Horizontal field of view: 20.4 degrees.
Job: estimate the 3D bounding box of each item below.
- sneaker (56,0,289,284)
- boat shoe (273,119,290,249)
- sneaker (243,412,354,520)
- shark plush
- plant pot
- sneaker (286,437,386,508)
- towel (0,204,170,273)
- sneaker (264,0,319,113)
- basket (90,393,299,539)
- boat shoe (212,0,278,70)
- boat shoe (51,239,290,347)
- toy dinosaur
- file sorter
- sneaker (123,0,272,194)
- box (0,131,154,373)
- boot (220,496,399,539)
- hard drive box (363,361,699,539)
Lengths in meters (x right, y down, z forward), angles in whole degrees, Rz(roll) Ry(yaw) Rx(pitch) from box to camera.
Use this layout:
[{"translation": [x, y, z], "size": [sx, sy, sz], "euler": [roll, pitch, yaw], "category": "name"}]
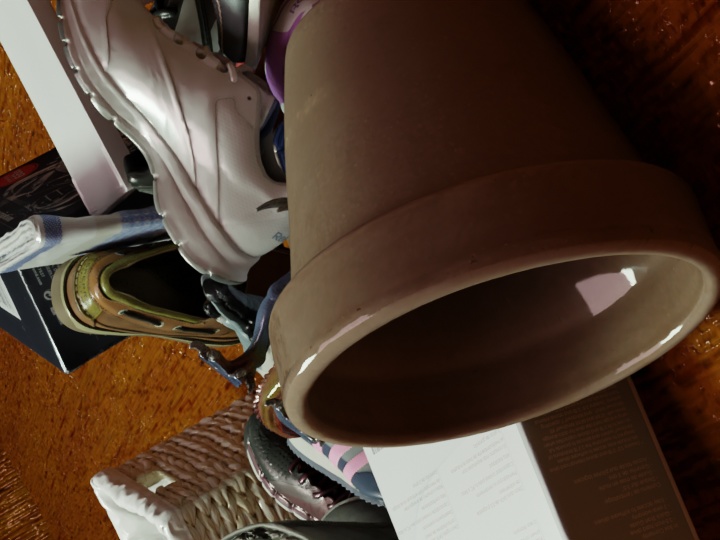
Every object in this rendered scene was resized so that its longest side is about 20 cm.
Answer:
[{"translation": [-0.094, -0.094, 1.096], "size": [0.201, 0.087, 0.074], "euler": [57, -164, 0], "category": "sneaker"}, {"translation": [0.000, 0.000, 1.213], "size": [0.072, 0.072, 0.201], "euler": [147, 103, -76], "category": "boat shoe"}, {"translation": [-0.001, 0.154, 1.439], "size": [0.200, 0.076, 0.116], "euler": [45, 153, 14], "category": "sneaker"}, {"translation": [-0.066, 0.047, 1.262], "size": [0.083, 0.091, 0.200], "euler": [27, -175, 21], "category": "shark plush"}, {"translation": [0.039, -0.038, 0.893], "size": [0.200, 0.199, 0.175], "euler": [102, 152, -63], "category": "plant pot"}, {"translation": [0.013, 0.101, 1.323], "size": [0.200, 0.070, 0.083], "euler": [20, 115, 50], "category": "sneaker"}, {"translation": [-0.137, -0.032, 1.301], "size": [0.147, 0.199, 0.024], "euler": [162, 97, -67], "category": "towel"}, {"translation": [-0.006, -0.066, 1.130], "size": [0.114, 0.072, 0.201], "euler": [43, 145, 50], "category": "sneaker"}, {"translation": [-0.088, 0.229, 1.616], "size": [0.198, 0.160, 0.201], "euler": [10, 126, 66], "category": "basket"}, {"translation": [-0.073, -0.196, 1.065], "size": [0.073, 0.061, 0.201], "euler": [-76, -9, -45], "category": "boat shoe"}, {"translation": [-0.103, 0.014, 1.327], "size": [0.068, 0.199, 0.072], "euler": [-15, 83, 51], "category": "boat shoe"}, {"translation": [-0.010, -0.010, 1.064], "size": [0.105, 0.182, 0.200], "euler": [37, 169, -6], "category": "toy dinosaur"}, {"translation": [-0.157, -0.157, 1.292], "size": [0.201, 0.124, 0.139], "euler": [62, 162, -2], "category": "file sorter"}, {"translation": [-0.103, -0.130, 1.170], "size": [0.071, 0.097, 0.202], "euler": [-127, 38, -63], "category": "sneaker"}, {"translation": [-0.188, -0.030, 1.469], "size": [0.200, 0.182, 0.105], "euler": [20, 135, 62], "category": "box"}, {"translation": [-0.018, 0.184, 1.271], "size": [0.181, 0.199, 0.073], "euler": [-4, 89, 43], "category": "boot"}, {"translation": [0.088, 0.125, 1.029], "size": [0.156, 0.076, 0.201], "euler": [-41, 66, 57], "category": "hard drive box"}]
